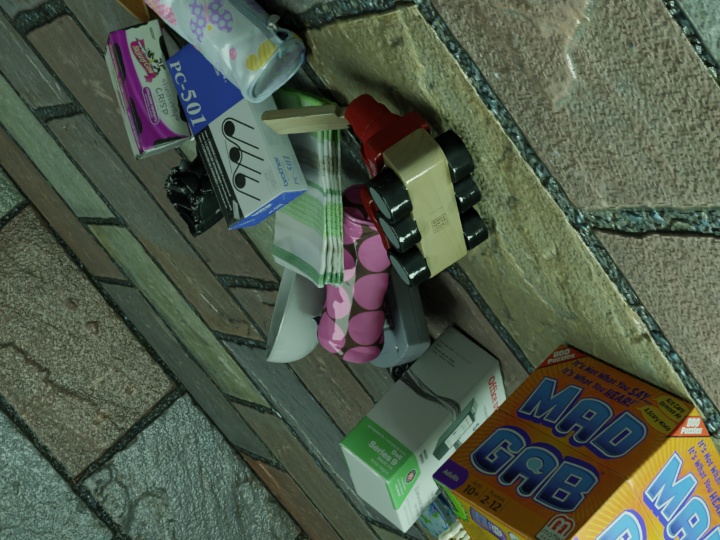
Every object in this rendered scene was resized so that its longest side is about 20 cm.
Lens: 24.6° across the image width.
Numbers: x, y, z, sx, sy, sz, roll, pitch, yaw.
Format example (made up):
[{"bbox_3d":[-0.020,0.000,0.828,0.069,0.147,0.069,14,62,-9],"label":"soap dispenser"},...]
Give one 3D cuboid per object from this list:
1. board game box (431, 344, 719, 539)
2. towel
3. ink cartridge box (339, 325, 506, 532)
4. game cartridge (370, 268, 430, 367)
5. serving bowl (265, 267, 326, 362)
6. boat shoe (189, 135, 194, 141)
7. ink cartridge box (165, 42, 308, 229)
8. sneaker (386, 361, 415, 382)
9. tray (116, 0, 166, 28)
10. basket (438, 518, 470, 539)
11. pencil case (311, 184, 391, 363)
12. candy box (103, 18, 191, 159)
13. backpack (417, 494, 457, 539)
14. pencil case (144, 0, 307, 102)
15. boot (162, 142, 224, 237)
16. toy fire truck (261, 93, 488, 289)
[{"bbox_3d":[0.235,0.236,1.647,0.199,0.200,0.201,26,154,52],"label":"board game box"},{"bbox_3d":[-0.064,-0.092,1.771,0.149,0.030,0.202,25,121,58],"label":"towel"},{"bbox_3d":[0.079,0.186,1.942,0.084,0.200,0.146,35,161,27],"label":"ink cartridge box"},{"bbox_3d":[0.029,0.045,1.934,0.200,0.041,0.134,162,91,-73],"label":"game cartridge"},{"bbox_3d":[-0.057,0.018,1.974,0.065,0.202,0.200,14,166,-7],"label":"serving bowl"},{"bbox_3d":[-0.167,-0.181,1.919,0.074,0.086,0.203,39,162,26],"label":"boat shoe"},{"bbox_3d":[-0.133,-0.156,1.760,0.094,0.044,0.202,-31,76,39],"label":"ink cartridge box"},{"bbox_3d":[0.081,0.137,2.104,0.201,0.071,0.083,63,-178,-40],"label":"sneaker"},{"bbox_3d":[-0.299,-0.369,1.913,0.200,0.037,0.099,43,164,19],"label":"tray"},{"bbox_3d":[0.211,0.346,1.978,0.161,0.200,0.199,42,163,23],"label":"basket"},{"bbox_3d":[0.000,0.000,1.813,0.090,0.094,0.201,22,130,13],"label":"pencil case"},{"bbox_3d":[-0.245,-0.204,1.891,0.200,0.060,0.138,-172,66,-79],"label":"candy box"},{"bbox_3d":[0.128,0.298,2.225,0.199,0.154,0.164,17,141,38],"label":"backpack"},{"bbox_3d":[-0.147,-0.262,1.683,0.200,0.083,0.091,43,158,16],"label":"pencil case"},{"bbox_3d":[-0.137,-0.099,1.896,0.073,0.162,0.199,42,163,22],"label":"boot"},{"bbox_3d":[0.012,-0.098,1.616,0.200,0.128,0.177,51,169,33],"label":"toy fire truck"}]
